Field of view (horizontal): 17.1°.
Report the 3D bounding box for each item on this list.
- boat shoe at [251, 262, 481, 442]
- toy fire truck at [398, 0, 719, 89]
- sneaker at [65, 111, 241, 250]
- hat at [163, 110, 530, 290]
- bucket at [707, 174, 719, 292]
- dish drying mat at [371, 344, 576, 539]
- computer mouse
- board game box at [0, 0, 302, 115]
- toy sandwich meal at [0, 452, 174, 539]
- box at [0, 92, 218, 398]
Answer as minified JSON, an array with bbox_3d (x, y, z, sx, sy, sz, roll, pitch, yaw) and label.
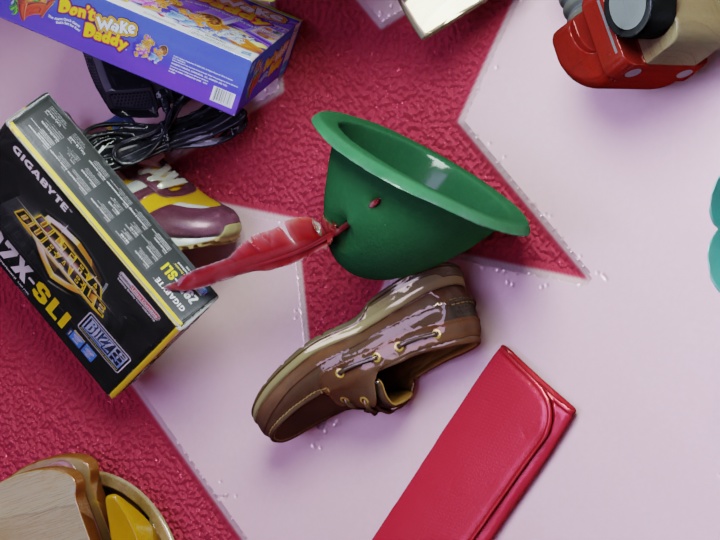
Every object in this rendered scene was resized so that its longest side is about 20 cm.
[{"bbox_3d":[0.003,0.073,1.724,0.200,0.072,0.068,-36,68,25],"label":"boat shoe"},{"bbox_3d":[0.139,-0.192,1.626,0.200,0.128,0.177,-38,63,48],"label":"toy fire truck"},{"bbox_3d":[-0.175,-0.071,1.843,0.199,0.075,0.091,12,101,32],"label":"sneaker"},{"bbox_3d":[0.000,0.000,1.669,0.177,0.165,0.200,-62,30,12],"label":"hat"},{"bbox_3d":[0.329,-0.024,1.472,0.206,0.135,0.208,0,89,32],"label":"bucket"},{"bbox_3d":[0.073,0.155,1.708,0.077,0.018,0.200,42,111,28],"label":"dish drying mat"},{"bbox_3d":[-0.176,-0.168,1.841,0.138,0.053,0.201,-16,71,-7],"label":"computer mouse"},{"bbox_3d":[-0.157,-0.186,1.752,0.199,0.134,0.045,23,112,6],"label":"board game box"},{"bbox_3d":[-0.223,0.243,1.871,0.204,0.070,0.206,-1,89,33],"label":"toy sandwich meal"},{"bbox_3d":[-0.211,-0.016,1.804,0.200,0.049,0.160,50,149,1],"label":"box"}]
